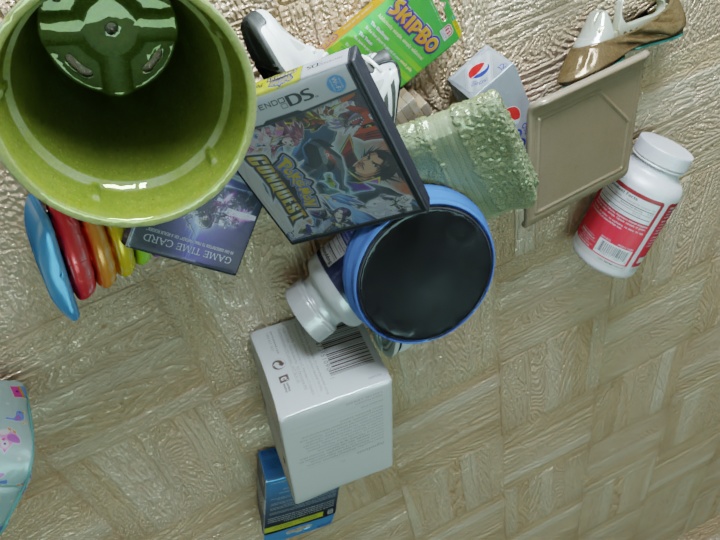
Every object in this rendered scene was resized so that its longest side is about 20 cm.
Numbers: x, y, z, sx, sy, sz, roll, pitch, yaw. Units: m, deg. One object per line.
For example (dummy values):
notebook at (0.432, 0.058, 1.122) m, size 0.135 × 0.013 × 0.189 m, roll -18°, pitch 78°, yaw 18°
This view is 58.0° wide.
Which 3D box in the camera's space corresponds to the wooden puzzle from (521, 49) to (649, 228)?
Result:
wooden puzzle at (0.284, -0.168, 0.846) m, size 0.181 × 0.037 × 0.204 m, roll -26°, pitch 138°, yaw -15°

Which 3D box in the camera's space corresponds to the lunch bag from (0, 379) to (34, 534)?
lunch bag at (-0.463, 0.238, 0.773) m, size 0.076 × 0.161 × 0.203 m, roll 20°, pitch 111°, yaw -43°

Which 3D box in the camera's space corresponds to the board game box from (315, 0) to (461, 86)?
board game box at (0.016, -0.239, 0.724) m, size 0.198 × 0.030 × 0.096 m, roll -36°, pitch 132°, yaw 7°

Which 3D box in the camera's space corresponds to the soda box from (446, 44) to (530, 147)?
soda box at (0.186, -0.183, 0.838) m, size 0.068 × 0.064 × 0.200 m, roll -38°, pitch 134°, yaw 3°

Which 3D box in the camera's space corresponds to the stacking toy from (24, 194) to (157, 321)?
stacking toy at (-0.250, -0.043, 0.705) m, size 0.196 × 0.109 × 0.119 m, roll -22°, pitch 122°, yaw -27°

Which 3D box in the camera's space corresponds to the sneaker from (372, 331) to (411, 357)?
sneaker at (0.078, 0.037, 0.967) m, size 0.079 × 0.077 × 0.204 m, roll -12°, pitch 137°, yaw -34°

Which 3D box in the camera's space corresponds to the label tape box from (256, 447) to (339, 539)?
label tape box at (-0.112, 0.390, 1.154) m, size 0.139 × 0.067 × 0.204 m, roll -9°, pitch 133°, yaw -21°

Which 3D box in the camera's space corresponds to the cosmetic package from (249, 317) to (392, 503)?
cosmetic package at (-0.054, 0.191, 0.947) m, size 0.160 × 0.166 × 0.204 m, roll -16°, pitch 132°, yaw -15°

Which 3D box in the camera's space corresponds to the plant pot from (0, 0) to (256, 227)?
plant pot at (-0.205, -0.174, 0.549) m, size 0.194 × 0.186 × 0.205 m, roll -15°, pitch 132°, yaw -17°

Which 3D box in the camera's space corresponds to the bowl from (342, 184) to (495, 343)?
bowl at (0.075, 0.000, 0.789) m, size 0.194 × 0.040 × 0.206 m, roll -8°, pitch 120°, yaw -14°

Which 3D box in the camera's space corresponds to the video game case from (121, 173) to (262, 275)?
video game case at (-0.155, -0.105, 0.693) m, size 0.141 × 0.019 × 0.205 m, roll 17°, pitch 99°, yaw -46°

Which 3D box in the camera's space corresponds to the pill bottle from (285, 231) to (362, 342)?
pill bottle at (0.000, 0.000, 0.855) m, size 0.198 × 0.112 × 0.111 m, roll -38°, pitch 135°, yaw 5°

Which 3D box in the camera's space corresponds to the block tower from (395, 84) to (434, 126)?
block tower at (-0.004, -0.140, 0.778) m, size 0.199 × 0.058 × 0.054 m, roll -41°, pitch 134°, yaw 6°

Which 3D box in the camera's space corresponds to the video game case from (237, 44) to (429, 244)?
video game case at (-0.042, -0.115, 0.672) m, size 0.176 × 0.026 × 0.201 m, roll -12°, pitch 137°, yaw 23°

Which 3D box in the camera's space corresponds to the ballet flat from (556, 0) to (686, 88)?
ballet flat at (0.327, -0.303, 0.823) m, size 0.195 × 0.068 × 0.074 m, roll -26°, pitch 115°, yaw -7°

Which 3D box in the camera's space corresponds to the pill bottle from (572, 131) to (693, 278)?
pill bottle at (0.418, -0.100, 0.999) m, size 0.109 × 0.113 × 0.204 m, roll 1°, pitch 126°, yaw -28°

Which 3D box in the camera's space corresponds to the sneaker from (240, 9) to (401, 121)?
sneaker at (-0.031, -0.210, 0.676) m, size 0.116 × 0.075 × 0.201 m, roll -47°, pitch 128°, yaw -6°

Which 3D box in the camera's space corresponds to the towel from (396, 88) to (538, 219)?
towel at (0.129, -0.121, 0.772) m, size 0.144 × 0.037 × 0.200 m, roll -17°, pitch 144°, yaw 20°
